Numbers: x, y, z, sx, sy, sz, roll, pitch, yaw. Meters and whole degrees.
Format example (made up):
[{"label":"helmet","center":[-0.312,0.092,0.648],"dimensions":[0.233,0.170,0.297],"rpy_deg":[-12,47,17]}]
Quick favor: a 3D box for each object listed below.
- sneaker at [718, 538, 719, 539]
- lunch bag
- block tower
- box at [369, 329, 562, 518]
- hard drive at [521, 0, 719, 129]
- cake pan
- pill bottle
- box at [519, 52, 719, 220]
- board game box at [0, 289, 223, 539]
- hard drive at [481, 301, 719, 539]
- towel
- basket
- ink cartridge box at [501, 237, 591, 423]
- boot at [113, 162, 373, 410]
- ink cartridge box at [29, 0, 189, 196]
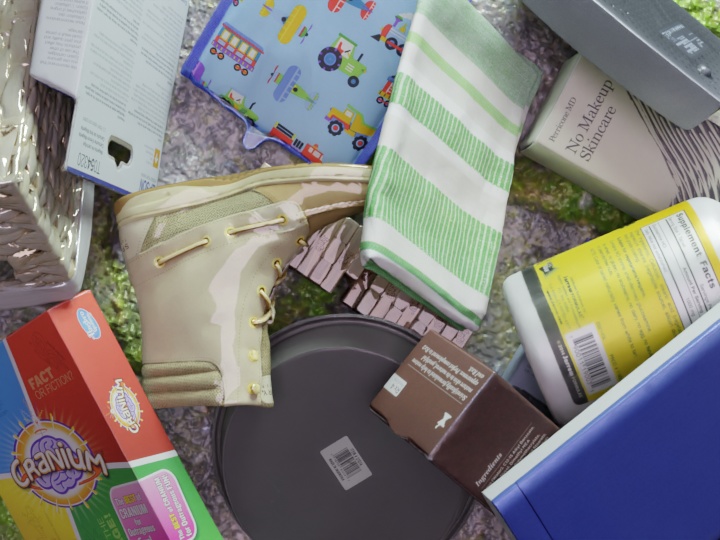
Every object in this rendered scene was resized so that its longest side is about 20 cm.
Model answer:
[{"label":"sneaker","center":[0.247,0.213,1.042],"dimensions":[0.082,0.200,0.071],"rpy_deg":[32,67,11]},{"label":"lunch bag","center":[-0.025,-0.169,1.090],"dimensions":[0.150,0.094,0.201],"rpy_deg":[33,97,-5]},{"label":"block tower","center":[0.000,0.000,1.097],"dimensions":[0.199,0.054,0.058],"rpy_deg":[35,88,-3]},{"label":"box","center":[0.109,0.133,1.010],"dimensions":[0.200,0.100,0.075],"rpy_deg":[39,87,-27]},{"label":"hard drive","center":[0.182,-0.179,1.072],"dimensions":[0.200,0.135,0.042],"rpy_deg":[42,119,9]},{"label":"cake pan","center":[-0.010,0.132,1.076],"dimensions":[0.198,0.037,0.203],"rpy_deg":[1,102,5]},{"label":"pill bottle","center":[0.205,0.020,1.030],"dimensions":[0.198,0.112,0.113],"rpy_deg":[-23,90,6]},{"label":"box","center":[0.222,-0.075,1.106],"dimensions":[0.199,0.068,0.083],"rpy_deg":[28,88,-3]},{"label":"board game box","center":[-0.191,0.133,1.042],"dimensions":[0.040,0.152,0.201],"rpy_deg":[-29,90,-48]},{"label":"hard drive","center":[0.187,0.129,0.969],"dimensions":[0.199,0.025,0.133],"rpy_deg":[-37,115,-8]},{"label":"towel","center":[0.063,-0.076,1.033],"dimensions":[0.023,0.152,0.202],"rpy_deg":[5,72,38]},{"label":"basket","center":[-0.254,-0.088,0.998],"dimensions":[0.134,0.124,0.202],"rpy_deg":[-7,55,6]},{"label":"ink cartridge box","center":[0.166,0.090,1.115],"dimensions":[0.119,0.042,0.201],"rpy_deg":[31,85,-3]},{"label":"boot","center":[-0.061,0.012,1.022],"dimensions":[0.198,0.073,0.157],"rpy_deg":[-8,83,4]},{"label":"ink cartridge box","center":[-0.164,-0.154,1.018],"dimensions":[0.043,0.196,0.202],"rpy_deg":[10,87,9]}]
